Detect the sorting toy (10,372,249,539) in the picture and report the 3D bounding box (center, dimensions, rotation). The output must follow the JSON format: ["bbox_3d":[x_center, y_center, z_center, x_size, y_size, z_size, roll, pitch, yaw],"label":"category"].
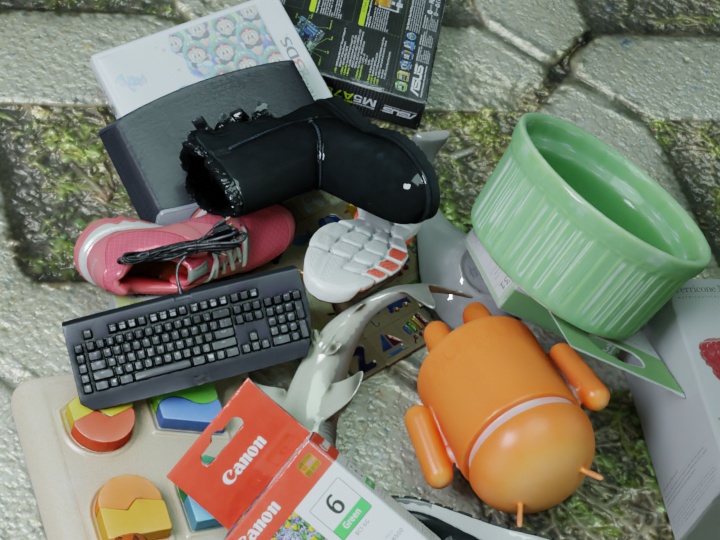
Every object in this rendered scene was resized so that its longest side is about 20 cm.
[{"bbox_3d":[-0.166,0.151,1.334,0.198,0.037,0.186,-10,58,-22],"label":"sorting toy"}]

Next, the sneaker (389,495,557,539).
[{"bbox_3d":[0.069,0.242,1.313,0.198,0.076,0.088,14,57,-6],"label":"sneaker"}]

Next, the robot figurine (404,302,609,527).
[{"bbox_3d":[0.120,0.120,1.379,0.143,0.117,0.201,4,39,-35],"label":"robot figurine"}]

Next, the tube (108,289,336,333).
[{"bbox_3d":[-0.115,0.043,1.419,0.198,0.052,0.059,-3,74,-17],"label":"tube"}]

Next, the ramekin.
[{"bbox_3d":[0.189,-0.034,1.401,0.199,0.098,0.200,30,23,-14],"label":"ramekin"}]

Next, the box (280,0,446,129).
[{"bbox_3d":[-0.014,-0.252,1.674,0.191,0.048,0.201,13,53,-3],"label":"box"}]

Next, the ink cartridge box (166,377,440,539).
[{"bbox_3d":[-0.046,0.189,1.272,0.200,0.050,0.109,40,95,0],"label":"ink cartridge box"}]

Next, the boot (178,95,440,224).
[{"bbox_3d":[-0.049,-0.081,1.398,0.161,0.074,0.198,-18,39,-30],"label":"boot"}]

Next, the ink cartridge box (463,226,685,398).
[{"bbox_3d":[0.184,0.039,1.439,0.145,0.048,0.201,23,28,-32],"label":"ink cartridge box"}]

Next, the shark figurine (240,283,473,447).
[{"bbox_3d":[-0.009,0.084,1.383,0.128,0.089,0.216,29,84,34],"label":"shark figurine"}]

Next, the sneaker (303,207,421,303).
[{"bbox_3d":[0.000,0.000,1.431,0.077,0.082,0.200,28,28,11],"label":"sneaker"}]

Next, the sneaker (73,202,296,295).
[{"bbox_3d":[-0.139,-0.010,1.411,0.198,0.074,0.087,-12,27,-22],"label":"sneaker"}]

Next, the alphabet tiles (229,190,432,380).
[{"bbox_3d":[-0.024,0.007,1.502,0.166,0.006,0.200,-28,66,-31],"label":"alphabet tiles"}]

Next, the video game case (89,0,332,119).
[{"bbox_3d":[-0.127,-0.155,1.550,0.199,0.024,0.183,-23,74,-21],"label":"video game case"}]

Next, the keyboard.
[{"bbox_3d":[-0.143,0.030,1.340,0.198,0.021,0.128,-14,85,-10],"label":"keyboard"}]

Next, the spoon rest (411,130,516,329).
[{"bbox_3d":[0.087,-0.029,1.535,0.099,0.061,0.202,-7,69,-29],"label":"spoon rest"}]

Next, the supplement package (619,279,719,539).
[{"bbox_3d":[0.322,0.120,1.443,0.120,0.120,0.201,-1,54,-16],"label":"supplement package"}]

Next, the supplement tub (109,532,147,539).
[{"bbox_3d":[-0.138,0.295,1.180,0.122,0.123,0.200,-28,65,-31],"label":"supplement tub"}]

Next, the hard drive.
[{"bbox_3d":[-0.122,-0.115,1.496,0.199,0.042,0.136,-22,74,-22],"label":"hard drive"}]
